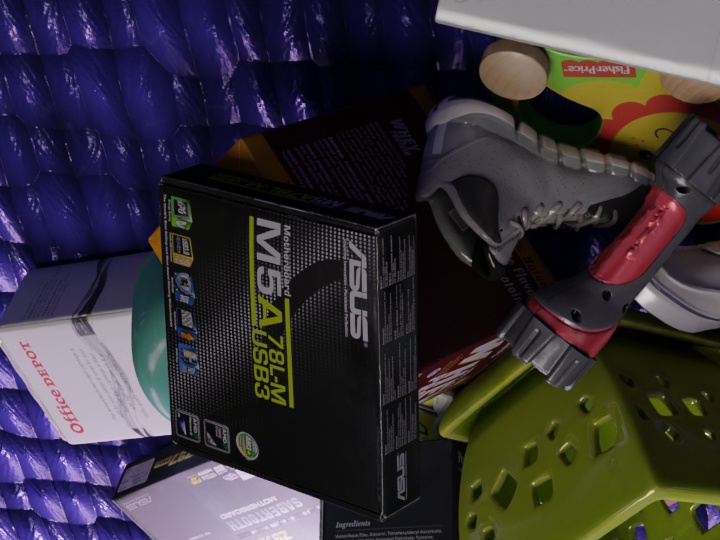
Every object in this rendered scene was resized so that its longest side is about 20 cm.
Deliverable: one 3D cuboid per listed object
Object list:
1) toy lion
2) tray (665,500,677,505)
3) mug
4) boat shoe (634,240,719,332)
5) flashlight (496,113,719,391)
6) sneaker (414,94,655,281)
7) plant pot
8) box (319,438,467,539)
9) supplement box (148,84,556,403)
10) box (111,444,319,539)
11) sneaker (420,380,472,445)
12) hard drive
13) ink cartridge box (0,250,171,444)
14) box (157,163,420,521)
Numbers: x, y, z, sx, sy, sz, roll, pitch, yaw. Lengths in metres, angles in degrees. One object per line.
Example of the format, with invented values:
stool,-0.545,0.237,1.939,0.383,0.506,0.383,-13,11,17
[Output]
toy lion,0.196,-0.105,1.401,0.199,0.069,0.192,3,140,17
tray,0.266,0.124,1.559,0.037,0.099,0.200,39,132,-19
mug,-0.082,0.051,1.507,0.184,0.115,0.152,-8,126,2
boat shoe,0.270,0.006,1.425,0.200,0.072,0.066,13,128,-36
flashlight,0.176,-0.014,1.334,0.068,0.068,0.200,37,99,-3
sneaker,0.126,-0.033,1.384,0.200,0.116,0.075,21,153,-7
plant pot,0.186,0.138,1.446,0.200,0.182,0.199,13,137,-39
box,0.058,0.255,1.634,0.124,0.197,0.200,-8,163,23
supplement box,0.000,0.000,1.413,0.133,0.200,0.198,-43,76,42
box,-0.102,0.213,1.804,0.200,0.051,0.158,-23,122,34
sneaker,0.044,0.081,1.611,0.076,0.076,0.200,-1,131,17
hard drive,0.160,-0.204,1.287,0.199,0.026,0.132,13,96,6
ink cartridge box,-0.180,0.063,1.664,0.199,0.083,0.145,-7,130,24
box,-0.048,0.044,1.300,0.193,0.047,0.201,17,116,40
